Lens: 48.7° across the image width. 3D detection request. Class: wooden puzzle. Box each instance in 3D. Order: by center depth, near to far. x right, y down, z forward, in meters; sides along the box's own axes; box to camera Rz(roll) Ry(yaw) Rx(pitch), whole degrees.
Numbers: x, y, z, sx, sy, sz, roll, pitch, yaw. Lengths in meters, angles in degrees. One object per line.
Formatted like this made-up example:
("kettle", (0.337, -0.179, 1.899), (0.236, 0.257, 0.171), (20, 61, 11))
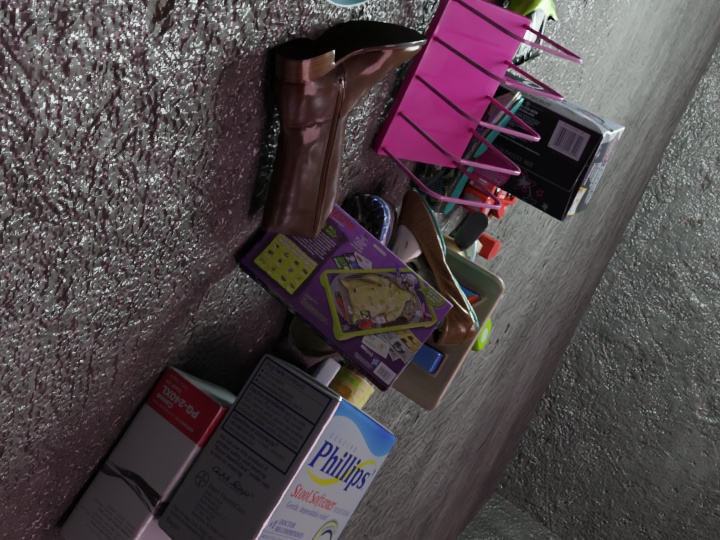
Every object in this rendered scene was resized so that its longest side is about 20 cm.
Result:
("wooden puzzle", (0.064, 0.056, 1.050), (0.201, 0.185, 0.046), (-61, 161, 7))

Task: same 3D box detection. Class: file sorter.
("file sorter", (0.135, -0.186, 0.903), (0.138, 0.126, 0.201), (3, 124, -41))

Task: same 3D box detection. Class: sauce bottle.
("sauce bottle", (-0.050, 0.225, 1.184), (0.200, 0.064, 0.065), (-54, 157, -15))

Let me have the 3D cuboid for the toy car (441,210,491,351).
("toy car", (0.109, 0.001, 1.136), (0.158, 0.163, 0.201), (-5, 111, -62))

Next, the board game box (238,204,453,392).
("board game box", (-0.014, 0.017, 0.833), (0.120, 0.200, 0.032), (-48, 179, -18))

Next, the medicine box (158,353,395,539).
("medicine box", (-0.077, 0.216, 0.828), (0.201, 0.103, 0.182), (-57, 150, -9))

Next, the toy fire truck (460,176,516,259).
("toy fire truck", (0.208, -0.090, 1.344), (0.200, 0.049, 0.142), (-3, 122, -63))

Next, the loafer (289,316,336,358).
("loafer", (-0.026, 0.056, 0.923), (0.200, 0.076, 0.067), (-32, -174, 45))

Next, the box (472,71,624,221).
("box", (0.235, -0.178, 1.093), (0.115, 0.199, 0.133), (-24, 141, -55))

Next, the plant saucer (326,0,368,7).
("plant saucer", (0.006, -0.324, 0.665), (0.200, 0.027, 0.201), (-46, 154, -30))

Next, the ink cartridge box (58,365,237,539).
("ink cartridge box", (-0.200, 0.218, 0.843), (0.201, 0.083, 0.145), (-56, 158, -7))

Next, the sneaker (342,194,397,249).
("sneaker", (0.000, 0.000, 0.998), (0.085, 0.077, 0.201), (-19, 136, -63))

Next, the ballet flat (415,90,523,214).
("ballet flat", (0.134, -0.165, 1.048), (0.074, 0.074, 0.201), (-22, 150, -55))

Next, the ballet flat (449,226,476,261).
("ballet flat", (0.119, 0.021, 1.261), (0.074, 0.074, 0.201), (4, 112, -65))

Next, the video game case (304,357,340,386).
("video game case", (-0.104, 0.200, 0.996), (0.200, 0.023, 0.182), (-54, -177, -16))

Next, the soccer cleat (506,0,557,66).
("soccer cleat", (0.192, -0.288, 1.022), (0.200, 0.067, 0.081), (-52, 126, -17))

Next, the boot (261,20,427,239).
("boot", (-0.019, -0.135, 0.790), (0.186, 0.064, 0.201), (-23, 135, -34))

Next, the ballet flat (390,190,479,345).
("ballet flat", (0.077, 0.002, 0.980), (0.072, 0.201, 0.068), (-22, -179, -19))
